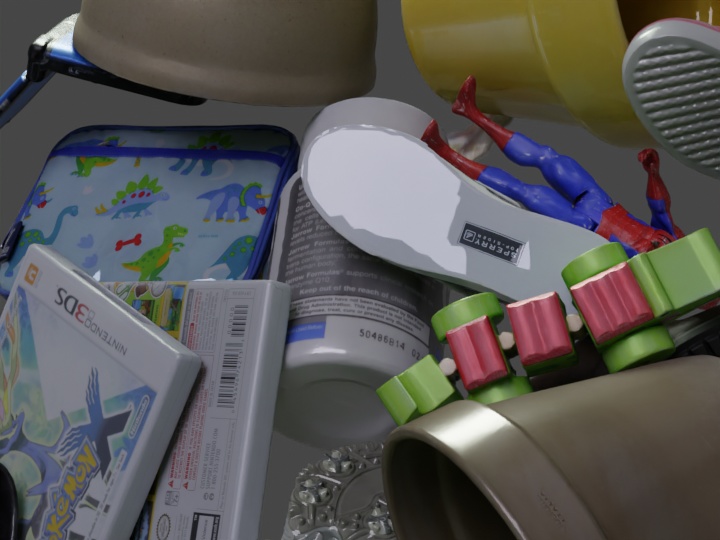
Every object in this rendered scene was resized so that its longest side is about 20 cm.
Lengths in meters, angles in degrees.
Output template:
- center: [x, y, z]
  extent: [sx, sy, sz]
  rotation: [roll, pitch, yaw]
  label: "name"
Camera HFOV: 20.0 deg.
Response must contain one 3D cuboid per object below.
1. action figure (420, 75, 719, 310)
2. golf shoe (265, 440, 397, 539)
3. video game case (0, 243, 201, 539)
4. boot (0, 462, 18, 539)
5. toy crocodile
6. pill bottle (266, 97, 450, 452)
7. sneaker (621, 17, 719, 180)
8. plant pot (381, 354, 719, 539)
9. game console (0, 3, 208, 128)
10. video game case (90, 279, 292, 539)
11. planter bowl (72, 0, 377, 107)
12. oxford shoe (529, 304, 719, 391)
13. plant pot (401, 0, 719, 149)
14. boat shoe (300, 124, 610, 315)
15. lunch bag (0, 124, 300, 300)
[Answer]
- center: [0.134, -0.048, 1.192]
  extent: [0.200, 0.099, 0.065]
  rotation: [36, 65, 7]
  label: "action figure"
- center: [-0.017, 0.173, 1.145]
  extent: [0.078, 0.097, 0.200]
  rotation: [23, 38, 22]
  label: "golf shoe"
- center: [-0.186, 0.107, 1.227]
  extent: [0.182, 0.022, 0.200]
  rotation: [31, 102, 46]
  label: "video game case"
- center: [-0.259, 0.127, 1.241]
  extent: [0.131, 0.070, 0.201]
  rotation: [-16, 79, 41]
  label: "boot"
- center: [0.103, 0.032, 1.091]
  extent: [0.200, 0.062, 0.068]
  rotation: [-22, 76, 4]
  label: "toy crocodile"
- center: [0.000, 0.000, 1.242]
  extent: [0.114, 0.114, 0.200]
  rotation: [-7, 53, 20]
  label: "pill bottle"
- center: [0.226, -0.105, 1.182]
  extent: [0.075, 0.200, 0.105]
  rotation: [-45, 31, 34]
  label: "sneaker"
- center: [0.133, 0.131, 1.047]
  extent: [0.173, 0.200, 0.200]
  rotation: [-28, 46, -18]
  label: "plant pot"
- center: [-0.179, -0.119, 1.415]
  extent: [0.170, 0.119, 0.200]
  rotation: [15, 22, 3]
  label: "game console"
- center: [-0.121, 0.105, 1.196]
  extent: [0.182, 0.023, 0.201]
  rotation: [-1, 78, 44]
  label: "video game case"
- center: [-0.078, -0.199, 1.312]
  extent: [0.200, 0.135, 0.200]
  rotation: [9, 21, -3]
  label: "planter bowl"
- center: [0.169, 0.050, 1.157]
  extent: [0.200, 0.073, 0.084]
  rotation: [-24, 38, 1]
  label: "oxford shoe"
- center: [0.136, -0.170, 1.270]
  extent: [0.189, 0.201, 0.201]
  rotation: [-4, 52, 42]
  label: "plant pot"
- center: [0.060, -0.022, 1.173]
  extent: [0.200, 0.068, 0.072]
  rotation: [22, 83, 9]
  label: "boat shoe"
- center: [-0.131, -0.023, 1.343]
  extent: [0.200, 0.083, 0.161]
  rotation: [4, 54, 26]
  label: "lunch bag"
